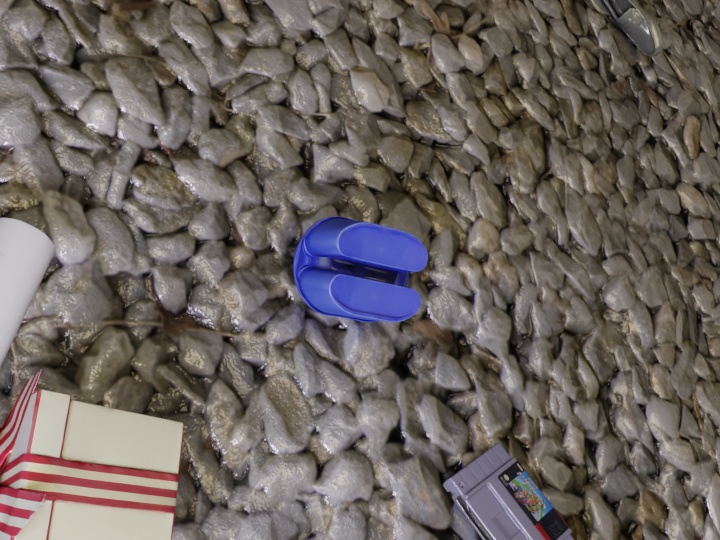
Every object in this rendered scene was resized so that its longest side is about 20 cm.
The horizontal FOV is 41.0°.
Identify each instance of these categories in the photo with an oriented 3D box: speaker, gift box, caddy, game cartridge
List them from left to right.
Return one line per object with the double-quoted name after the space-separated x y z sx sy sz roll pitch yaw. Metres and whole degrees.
-0.408 0.042 1.053 0.081 0.081 0.201 30 54 -24 "speaker"
-0.297 0.220 0.987 0.185 0.200 0.186 17 56 -30 "gift box"
0.000 0.000 1.377 0.199 0.105 0.143 13 85 -34 "caddy"
0.224 0.359 1.402 0.129 0.038 0.201 -26 71 -38 "game cartridge"

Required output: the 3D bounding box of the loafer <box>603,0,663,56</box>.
0.587 -0.552 2.105 0.069 0.070 0.201 -26 80 -37 "loafer"
